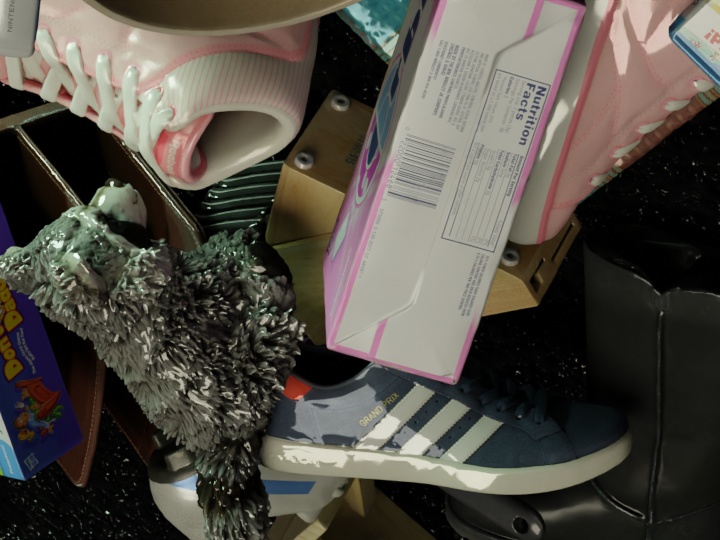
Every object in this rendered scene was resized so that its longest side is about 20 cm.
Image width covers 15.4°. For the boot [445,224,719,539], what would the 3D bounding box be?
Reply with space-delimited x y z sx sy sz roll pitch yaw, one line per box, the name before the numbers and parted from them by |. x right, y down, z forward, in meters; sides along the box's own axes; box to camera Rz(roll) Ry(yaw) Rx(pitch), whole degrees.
boot | 0.124 0.067 1.399 0.163 0.066 0.201 9 131 13

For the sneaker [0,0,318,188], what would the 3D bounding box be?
sneaker | -0.118 -0.096 1.283 0.198 0.105 0.076 1 148 -1

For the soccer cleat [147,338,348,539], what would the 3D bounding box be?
soccer cleat | -0.019 0.082 1.433 0.199 0.070 0.087 -30 116 -2

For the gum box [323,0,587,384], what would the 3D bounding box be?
gum box | 0.042 -0.065 1.228 0.066 0.114 0.201 16 110 -7

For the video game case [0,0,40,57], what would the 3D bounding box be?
video game case | -0.143 -0.212 1.128 0.023 0.200 0.184 4 116 -12

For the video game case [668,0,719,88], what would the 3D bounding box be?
video game case | 0.255 -0.126 1.165 0.143 0.018 0.200 42 108 -10

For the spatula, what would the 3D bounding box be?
spatula | 0.027 0.094 1.452 0.200 0.020 0.057 35 124 36

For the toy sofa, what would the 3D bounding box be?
toy sofa | 0.032 0.201 1.540 0.200 0.083 0.098 42 131 -9

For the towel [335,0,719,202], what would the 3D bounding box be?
towel | 0.072 -0.126 1.304 0.200 0.022 0.146 43 132 -10

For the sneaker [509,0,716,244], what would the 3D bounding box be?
sneaker | 0.138 -0.090 1.238 0.104 0.075 0.201 17 114 -4

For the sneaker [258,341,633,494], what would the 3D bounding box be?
sneaker | 0.040 0.060 1.344 0.198 0.075 0.085 2 107 3

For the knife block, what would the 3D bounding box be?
knife block | 0.000 0.000 1.403 0.199 0.064 0.176 25 141 9

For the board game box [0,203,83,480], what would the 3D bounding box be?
board game box | -0.230 0.003 1.378 0.134 0.045 0.201 7 122 45

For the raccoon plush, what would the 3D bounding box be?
raccoon plush | -0.100 0.056 1.293 0.096 0.133 0.202 -22 77 47

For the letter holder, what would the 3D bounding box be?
letter holder | -0.160 0.032 1.444 0.142 0.100 0.201 47 144 34

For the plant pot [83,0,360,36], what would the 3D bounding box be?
plant pot | -0.058 -0.237 1.154 0.186 0.201 0.188 -12 156 -6
